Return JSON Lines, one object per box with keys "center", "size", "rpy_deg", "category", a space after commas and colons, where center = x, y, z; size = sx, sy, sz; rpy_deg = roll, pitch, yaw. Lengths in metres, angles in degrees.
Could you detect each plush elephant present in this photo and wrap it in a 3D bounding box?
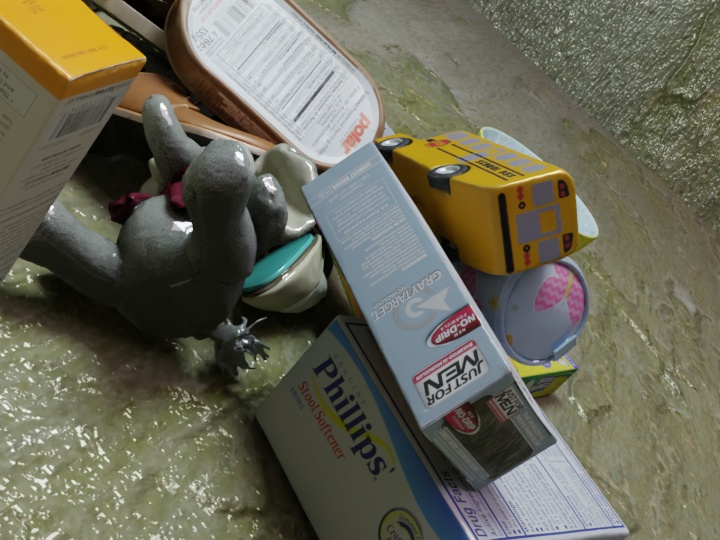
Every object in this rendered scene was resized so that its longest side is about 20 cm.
{"center": [-0.117, -0.043, 0.679], "size": [0.200, 0.164, 0.156], "rpy_deg": [59, 20, -46], "category": "plush elephant"}

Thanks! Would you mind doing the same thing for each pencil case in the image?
{"center": [0.089, 0.007, 0.784], "size": [0.200, 0.083, 0.091], "rpy_deg": [28, -44, 60], "category": "pencil case"}

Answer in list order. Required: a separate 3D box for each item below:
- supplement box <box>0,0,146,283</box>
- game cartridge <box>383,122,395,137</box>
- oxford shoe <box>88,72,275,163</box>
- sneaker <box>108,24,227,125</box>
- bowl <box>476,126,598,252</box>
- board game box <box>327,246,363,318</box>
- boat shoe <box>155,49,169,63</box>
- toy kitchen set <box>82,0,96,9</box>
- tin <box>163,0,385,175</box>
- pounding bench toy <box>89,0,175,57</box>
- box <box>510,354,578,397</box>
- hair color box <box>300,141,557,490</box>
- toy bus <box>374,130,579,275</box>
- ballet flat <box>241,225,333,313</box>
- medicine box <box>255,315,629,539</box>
{"center": [-0.216, -0.068, 0.502], "size": [0.126, 0.200, 0.074], "rpy_deg": [42, 26, 0], "category": "supplement box"}
{"center": [-0.046, -0.131, 0.963], "size": [0.041, 0.133, 0.200], "rpy_deg": [-12, 58, -49], "category": "game cartridge"}
{"center": [-0.144, -0.116, 0.770], "size": [0.199, 0.071, 0.072], "rpy_deg": [19, 59, 1], "category": "oxford shoe"}
{"center": [-0.162, -0.145, 0.839], "size": [0.199, 0.075, 0.115], "rpy_deg": [18, 9, -44], "category": "sneaker"}
{"center": [0.196, -0.078, 1.288], "size": [0.200, 0.108, 0.201], "rpy_deg": [34, 25, -18], "category": "bowl"}
{"center": [0.000, 0.000, 0.849], "size": [0.201, 0.030, 0.096], "rpy_deg": [66, 8, 20], "category": "board game box"}
{"center": [-0.160, -0.203, 1.006], "size": [0.071, 0.063, 0.201], "rpy_deg": [20, 33, -45], "category": "boat shoe"}
{"center": [-0.277, -0.376, 0.945], "size": [0.163, 0.200, 0.181], "rpy_deg": [36, 23, -5], "category": "toy kitchen set"}
{"center": [-0.066, -0.155, 0.804], "size": [0.200, 0.042, 0.112], "rpy_deg": [41, 67, -13], "category": "tin"}
{"center": [-0.162, -0.279, 0.894], "size": [0.124, 0.156, 0.200], "rpy_deg": [33, 3, -37], "category": "pounding bench toy"}
{"center": [0.131, 0.074, 1.000], "size": [0.118, 0.048, 0.199], "rpy_deg": [52, 26, 23], "category": "box"}
{"center": [0.038, 0.024, 0.620], "size": [0.099, 0.060, 0.201], "rpy_deg": [51, 8, -50], "category": "hair color box"}
{"center": [0.075, -0.058, 0.739], "size": [0.200, 0.078, 0.066], "rpy_deg": [-139, -145, -64], "category": "toy bus"}
{"center": [-0.050, -0.004, 0.838], "size": [0.069, 0.070, 0.200], "rpy_deg": [37, 23, -11], "category": "ballet flat"}
{"center": [0.057, 0.140, 0.694], "size": [0.199, 0.103, 0.183], "rpy_deg": [12, 37, -49], "category": "medicine box"}
